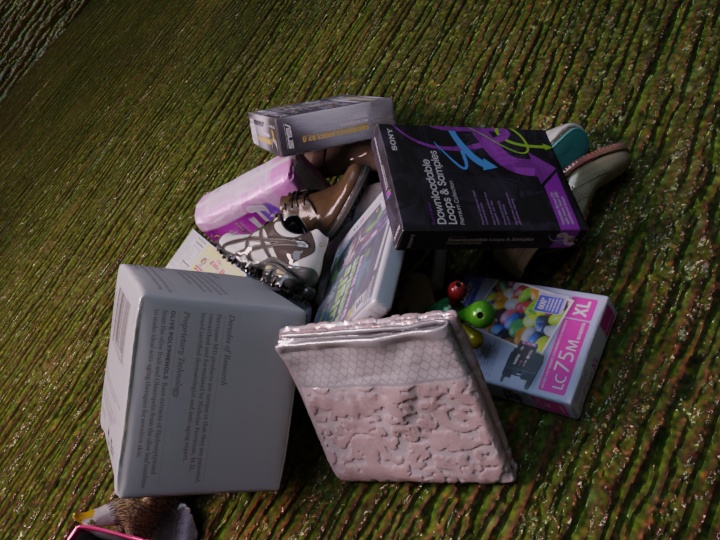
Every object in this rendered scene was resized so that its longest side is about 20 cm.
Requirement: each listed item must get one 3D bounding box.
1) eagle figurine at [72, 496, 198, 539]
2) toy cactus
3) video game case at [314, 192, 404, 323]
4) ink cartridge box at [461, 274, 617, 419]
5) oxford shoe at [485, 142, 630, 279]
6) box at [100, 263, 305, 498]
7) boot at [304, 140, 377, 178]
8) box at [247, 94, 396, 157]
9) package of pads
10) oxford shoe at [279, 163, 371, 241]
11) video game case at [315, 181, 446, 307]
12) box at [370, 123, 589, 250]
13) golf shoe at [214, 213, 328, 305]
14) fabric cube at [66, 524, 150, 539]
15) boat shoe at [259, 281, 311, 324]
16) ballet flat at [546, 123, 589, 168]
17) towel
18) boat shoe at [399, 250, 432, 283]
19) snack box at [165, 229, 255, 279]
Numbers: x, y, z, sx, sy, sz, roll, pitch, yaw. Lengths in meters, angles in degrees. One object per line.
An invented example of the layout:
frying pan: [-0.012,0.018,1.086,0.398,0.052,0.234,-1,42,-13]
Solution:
eagle figurine: [-0.262,0.301,0.780,0.152,0.148,0.203,-163,84,-86]
toy cactus: [0.050,0.065,0.708,0.200,0.101,0.166,-47,22,33]
video game case: [0.000,0.000,0.739,0.182,0.023,0.202,-47,21,49]
ink cartridge box: [0.152,0.070,0.710,0.198,0.042,0.120,8,62,43]
oxford shoe: [0.232,-0.065,0.760,0.199,0.071,0.074,-37,69,1]
box: [-0.180,0.110,0.737,0.198,0.169,0.204,19,102,63]
boot: [-0.012,-0.163,0.980,0.144,0.071,0.200,-15,21,4]
box: [-0.059,-0.201,0.919,0.156,0.049,0.200,-14,19,-16]
package of pads: [-0.133,-0.089,0.977,0.198,0.121,0.076,-20,42,31]
oxford shoe: [-0.063,-0.075,0.870,0.200,0.084,0.073,-43,14,31]
video game case: [0.035,-0.046,0.907,0.179,0.023,0.202,-12,48,29]
box: [0.118,-0.087,0.689,0.197,0.036,0.145,-2,55,-14]
golf shoe: [-0.107,-0.028,0.846,0.199,0.077,0.096,22,82,44]
fabric cube: [-0.162,0.359,0.578,0.197,0.200,0.198,-4,54,34]
boat shoe: [-0.098,0.057,0.879,0.072,0.069,0.199,-6,16,-18]
ballet flat: [0.191,-0.105,0.820,0.199,0.070,0.069,-40,41,-6]
towel: [0.030,0.130,0.642,0.197,0.193,0.032,-9,27,31]
boat shoe: [0.065,-0.065,0.830,0.201,0.068,0.072,-49,42,-7]
snack box: [-0.240,0.023,1.032,0.117,0.037,0.199,-54,43,-2]
